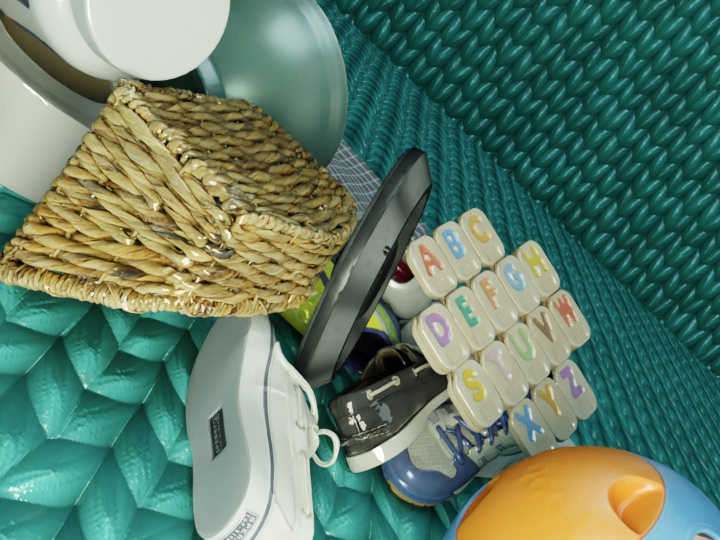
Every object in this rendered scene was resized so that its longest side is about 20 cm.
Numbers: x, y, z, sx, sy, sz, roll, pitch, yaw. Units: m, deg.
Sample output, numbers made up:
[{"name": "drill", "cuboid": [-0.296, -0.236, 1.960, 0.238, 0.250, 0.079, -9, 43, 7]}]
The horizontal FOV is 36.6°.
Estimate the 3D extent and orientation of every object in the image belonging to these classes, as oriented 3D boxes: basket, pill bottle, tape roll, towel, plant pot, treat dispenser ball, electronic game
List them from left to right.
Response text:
[{"name": "tape roll", "cuboid": [-0.242, -0.135, 0.802, 0.202, 0.071, 0.203, 41, 17, -15]}, {"name": "pill bottle", "cuboid": [-0.162, -0.188, 0.693, 0.119, 0.121, 0.199, 31, 3, -39]}, {"name": "basket", "cuboid": [-0.102, -0.014, 0.692, 0.143, 0.149, 0.200, 43, 15, 11]}, {"name": "plant pot", "cuboid": [-0.127, -0.161, 0.989, 0.133, 0.201, 0.201, -23, 65, -43]}, {"name": "towel", "cuboid": [-0.027, -0.071, 1.159, 0.200, 0.086, 0.165, 48, 17, 10]}, {"name": "electronic game", "cuboid": [0.000, 0.000, 0.817, 0.041, 0.202, 0.200, 27, 15, 6]}, {"name": "treat dispenser ball", "cuboid": [0.140, 0.210, 0.659, 0.200, 0.201, 0.201, 40, 16, -14]}]

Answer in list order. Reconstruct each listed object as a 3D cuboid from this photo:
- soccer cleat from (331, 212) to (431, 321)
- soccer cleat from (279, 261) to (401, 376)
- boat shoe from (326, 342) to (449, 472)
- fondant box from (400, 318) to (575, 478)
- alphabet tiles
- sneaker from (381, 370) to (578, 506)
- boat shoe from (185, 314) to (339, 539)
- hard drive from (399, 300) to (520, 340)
[{"name": "soccer cleat", "cuboid": [-0.012, -0.033, 1.022, 0.198, 0.087, 0.070, 32, 48, 6]}, {"name": "soccer cleat", "cuboid": [-0.041, 0.028, 0.920, 0.199, 0.065, 0.084, 34, 32, -26]}, {"name": "boat shoe", "cuboid": [0.029, 0.090, 0.871, 0.061, 0.073, 0.200, 64, 31, -6]}, {"name": "fondant box", "cuboid": [0.118, 0.132, 1.068, 0.199, 0.058, 0.145, 19, 30, -55]}, {"name": "alphabet tiles", "cuboid": [0.118, 0.047, 0.868, 0.199, 0.015, 0.197, -28, 86, -49]}, {"name": "sneaker", "cuboid": [0.099, 0.120, 0.885, 0.198, 0.088, 0.076, -21, 68, -43]}, {"name": "boat shoe", "cuboid": [-0.054, 0.100, 0.678, 0.086, 0.075, 0.203, 35, 20, -28]}, {"name": "hard drive", "cuboid": [0.117, 0.059, 1.141, 0.199, 0.130, 0.026, 19, 73, -53]}]
